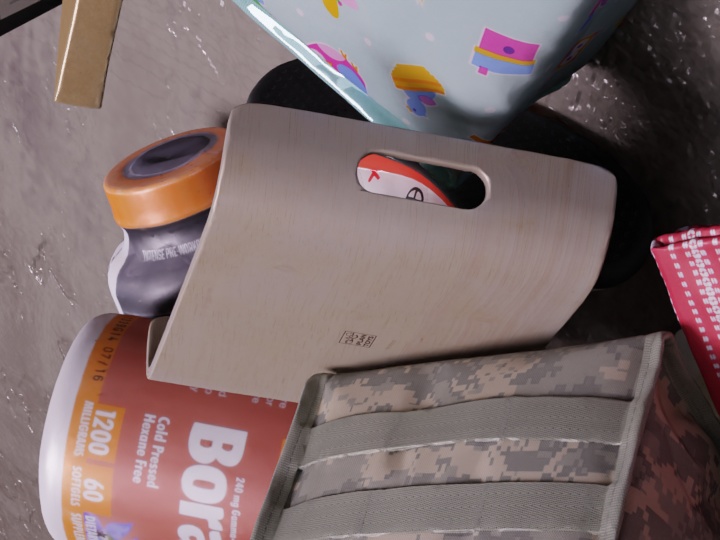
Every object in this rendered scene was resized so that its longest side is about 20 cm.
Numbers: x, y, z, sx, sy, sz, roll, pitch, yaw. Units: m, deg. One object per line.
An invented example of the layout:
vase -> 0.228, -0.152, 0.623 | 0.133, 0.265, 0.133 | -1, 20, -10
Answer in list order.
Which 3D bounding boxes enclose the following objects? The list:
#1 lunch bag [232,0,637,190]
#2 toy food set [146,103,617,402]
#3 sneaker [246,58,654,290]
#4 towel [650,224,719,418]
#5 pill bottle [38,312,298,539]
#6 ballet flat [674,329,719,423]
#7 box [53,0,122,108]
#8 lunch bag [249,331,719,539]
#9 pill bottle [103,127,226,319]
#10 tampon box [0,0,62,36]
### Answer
lunch bag -> 0.017, -0.158, 0.721 | 0.200, 0.122, 0.170 | 44, 147, 7
toy food set -> 0.000, 0.000, 0.779 | 0.143, 0.061, 0.200 | 10, 153, -10
sneaker -> 0.044, -0.019, 0.868 | 0.201, 0.067, 0.108 | 23, 150, 29
towel -> 0.201, 0.038, 0.655 | 0.200, 0.022, 0.145 | -9, 111, 48
pill bottle -> -0.037, 0.089, 0.904 | 0.199, 0.112, 0.113 | 9, 133, 10
ballet flat -> 0.142, 0.053, 0.804 | 0.070, 0.069, 0.200 | 49, 147, 10
box -> -0.089, -0.185, 0.774 | 0.164, 0.021, 0.201 | -100, 25, -59
lunch bag -> 0.038, 0.134, 0.718 | 0.163, 0.201, 0.118 | -9, 135, 34
pill bottle -> -0.063, 0.030, 1.006 | 0.106, 0.106, 0.201 | 7, 124, 50
tampon box -> -0.190, -0.232, 0.917 | 0.200, 0.126, 0.150 | 34, 141, 30
